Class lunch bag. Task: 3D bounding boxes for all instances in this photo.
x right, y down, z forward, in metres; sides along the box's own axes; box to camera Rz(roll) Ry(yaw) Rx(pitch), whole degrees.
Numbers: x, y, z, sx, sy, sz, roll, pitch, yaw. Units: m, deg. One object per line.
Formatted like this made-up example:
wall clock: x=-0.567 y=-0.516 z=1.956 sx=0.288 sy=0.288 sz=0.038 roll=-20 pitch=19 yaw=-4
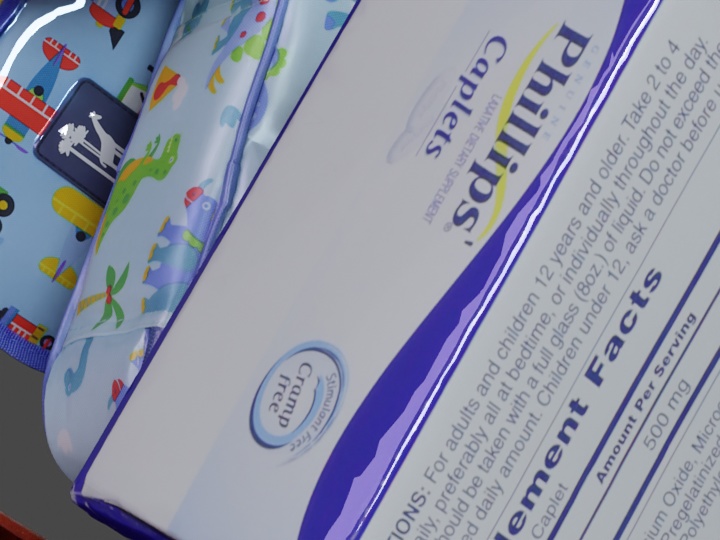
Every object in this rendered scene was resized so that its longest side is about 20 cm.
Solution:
lunch bag: x=-0.073 y=-0.030 z=1.041 sx=0.151 sy=0.200 sz=0.094 roll=-58 pitch=32 yaw=-5
lunch bag: x=0.000 y=0.000 z=0.956 sx=0.082 sy=0.160 sz=0.201 roll=-11 pitch=55 yaw=52

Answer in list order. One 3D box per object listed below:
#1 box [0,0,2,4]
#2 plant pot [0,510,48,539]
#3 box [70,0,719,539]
box: x=-0.128 y=-0.142 z=1.288 sx=0.137 sy=0.039 sz=0.201 roll=-117 pitch=38 yaw=-54
plant pot: x=-0.193 y=0.153 z=0.998 sx=0.176 sy=0.200 sz=0.200 roll=23 pitch=79 yaw=44
box: x=0.058 y=0.035 z=0.798 sx=0.105 sy=0.200 sz=0.184 roll=21 pitch=77 yaw=47
